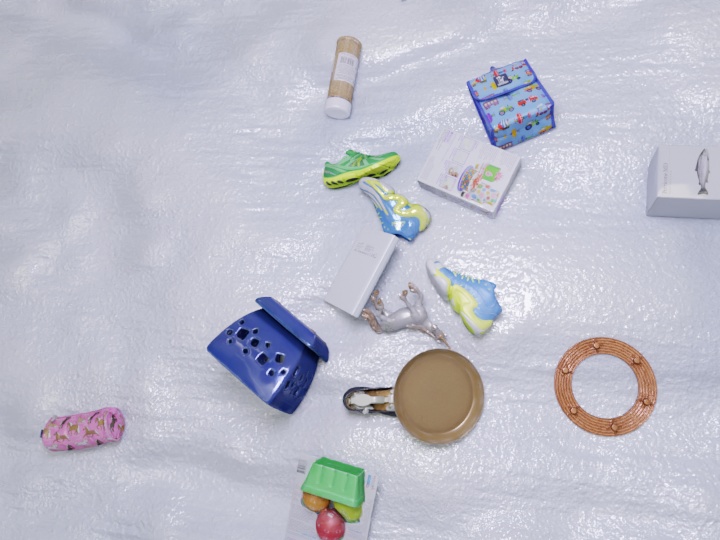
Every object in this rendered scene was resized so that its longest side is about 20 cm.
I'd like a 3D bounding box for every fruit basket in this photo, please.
[{"bbox_3d":[-0.062,0.514,1.271,0.184,0.094,0.202,10,95,17],"label":"fruit basket"}]

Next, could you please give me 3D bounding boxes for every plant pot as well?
[{"bbox_3d":[0.165,0.266,1.256,0.198,0.027,0.202,0,87,-8],"label":"plant pot"},{"bbox_3d":[-0.190,0.183,1.317,0.200,0.200,0.180,37,81,19],"label":"plant pot"}]

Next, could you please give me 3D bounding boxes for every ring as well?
[{"bbox_3d":[0.502,0.237,1.211,0.199,0.019,0.202,-3,76,13],"label":"ring"}]

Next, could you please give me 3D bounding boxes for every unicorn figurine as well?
[{"bbox_3d":[0.105,0.102,1.313,0.199,0.074,0.138,-6,119,35],"label":"unicorn figurine"}]

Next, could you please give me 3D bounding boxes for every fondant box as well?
[{"bbox_3d":[0.251,-0.228,1.366,0.199,0.058,0.145,26,85,20],"label":"fondant box"}]

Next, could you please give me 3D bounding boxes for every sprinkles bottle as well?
[{"bbox_3d":[-0.044,-0.491,1.501,0.068,0.068,0.202,6,78,16],"label":"sprinkles bottle"}]

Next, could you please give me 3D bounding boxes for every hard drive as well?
[{"bbox_3d":[0.000,0.000,1.360,0.132,0.026,0.201,21,82,55],"label":"hard drive"}]

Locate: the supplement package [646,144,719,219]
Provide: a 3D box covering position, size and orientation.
[{"bbox_3d":[0.702,-0.179,1.204,0.198,0.117,0.118,4,79,16],"label":"supplement package"}]

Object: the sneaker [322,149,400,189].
[{"bbox_3d":[-0.002,-0.260,1.432,0.198,0.074,0.084,-12,78,12],"label":"sneaker"}]

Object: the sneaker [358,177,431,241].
[{"bbox_3d":[0.062,-0.138,1.386,0.199,0.076,0.105,31,87,18],"label":"sneaker"}]

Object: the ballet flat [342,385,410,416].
[{"bbox_3d":[0.053,0.285,1.291,0.198,0.073,0.074,-3,76,14],"label":"ballet flat"}]

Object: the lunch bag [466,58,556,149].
[{"bbox_3d":[0.346,-0.402,1.379,0.150,0.094,0.201,-21,60,10],"label":"lunch bag"}]

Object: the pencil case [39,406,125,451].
[{"bbox_3d":[-0.682,0.391,1.454,0.198,0.087,0.083,-11,44,12],"label":"pencil case"}]

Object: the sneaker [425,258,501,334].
[{"bbox_3d":[0.233,0.039,1.300,0.105,0.076,0.201,-34,78,-6],"label":"sneaker"}]
